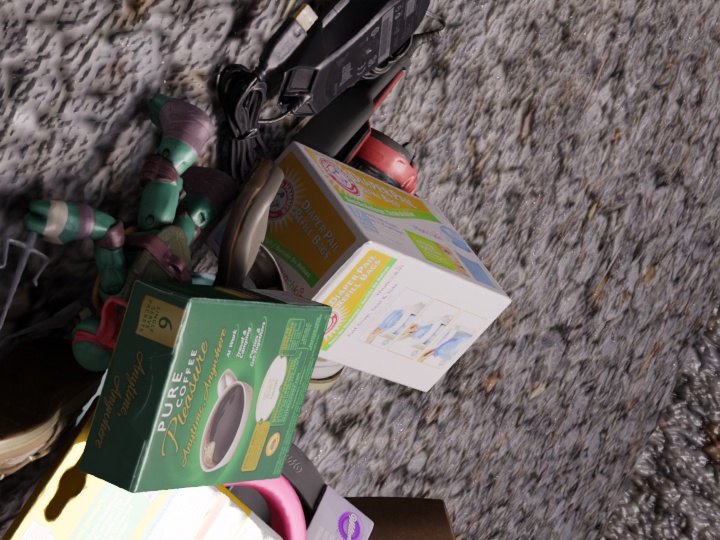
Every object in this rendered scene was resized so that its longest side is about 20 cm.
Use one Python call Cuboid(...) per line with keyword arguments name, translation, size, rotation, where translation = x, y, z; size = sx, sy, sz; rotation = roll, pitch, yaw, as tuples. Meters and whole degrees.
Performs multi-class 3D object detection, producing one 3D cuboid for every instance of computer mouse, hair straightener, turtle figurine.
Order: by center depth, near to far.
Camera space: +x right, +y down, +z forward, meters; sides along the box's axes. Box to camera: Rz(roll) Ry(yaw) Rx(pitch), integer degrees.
Cuboid(name="turtle figurine", translation=(-0.147, -0.004, 1.416), size=(0.201, 0.100, 0.150), rotation=(-59, 167, -31))
Cuboid(name="computer mouse", translation=(-0.032, -0.160, 1.575), size=(0.200, 0.046, 0.141), rotation=(-43, 162, -15))
Cuboid(name="hair straightener", translation=(0.010, -0.141, 1.714), size=(0.200, 0.041, 0.077), rotation=(-48, 158, -36))

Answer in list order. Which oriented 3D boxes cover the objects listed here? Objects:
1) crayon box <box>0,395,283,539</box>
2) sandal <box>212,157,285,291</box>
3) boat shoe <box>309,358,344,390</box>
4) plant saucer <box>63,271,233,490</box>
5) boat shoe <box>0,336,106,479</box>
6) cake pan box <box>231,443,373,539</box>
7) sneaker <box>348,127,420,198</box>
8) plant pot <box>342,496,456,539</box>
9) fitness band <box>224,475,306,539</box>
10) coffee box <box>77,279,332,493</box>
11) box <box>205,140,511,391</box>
Cuboid(name="crayon box", translation=(-0.149, 0.171, 1.470), size=(0.126, 0.051, 0.200), rotation=(-57, 133, -16))
Cuboid(name="sandal", translation=(-0.072, 0.014, 1.519), size=(0.082, 0.054, 0.201), rotation=(-74, -178, -56))
Cuboid(name="boat shoe", translation=(-0.052, 0.047, 1.776), size=(0.069, 0.075, 0.200), rotation=(-60, 162, 17))
Cuboid(name="plant saucer", translation=(-0.143, 0.096, 1.588), size=(0.200, 0.036, 0.201), rotation=(-23, 119, -48))
Cuboid(name="boat shoe", translation=(-0.220, 0.098, 1.402), size=(0.200, 0.071, 0.065), rotation=(-25, 140, -63))
Cuboid(name="cake pan box", translation=(-0.097, 0.209, 1.681), size=(0.052, 0.184, 0.201), rotation=(-27, -153, 47))
Cuboid(name="sneaker", translation=(0.009, -0.038, 1.820), size=(0.098, 0.071, 0.201), rotation=(-57, 160, -13))
Cuboid(name="plant pot", translation=(-0.013, 0.262, 1.885), size=(0.199, 0.188, 0.187), rotation=(-17, 156, 1))
Cuboid(name="fitness band", translation=(-0.118, 0.203, 1.571), size=(0.199, 0.037, 0.145), rotation=(-12, 105, -42))
Cuboid(name="coffee box", translation=(-0.091, 0.070, 1.405), size=(0.200, 0.044, 0.124), rotation=(2, 106, -66))
Cuboid(name="box", translation=(0.000, 0.000, 1.668), size=(0.101, 0.113, 0.200), rotation=(-47, 147, 15))
